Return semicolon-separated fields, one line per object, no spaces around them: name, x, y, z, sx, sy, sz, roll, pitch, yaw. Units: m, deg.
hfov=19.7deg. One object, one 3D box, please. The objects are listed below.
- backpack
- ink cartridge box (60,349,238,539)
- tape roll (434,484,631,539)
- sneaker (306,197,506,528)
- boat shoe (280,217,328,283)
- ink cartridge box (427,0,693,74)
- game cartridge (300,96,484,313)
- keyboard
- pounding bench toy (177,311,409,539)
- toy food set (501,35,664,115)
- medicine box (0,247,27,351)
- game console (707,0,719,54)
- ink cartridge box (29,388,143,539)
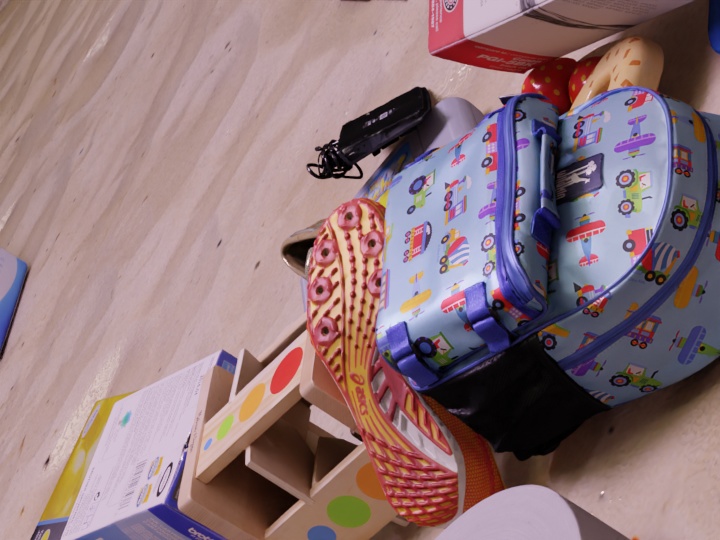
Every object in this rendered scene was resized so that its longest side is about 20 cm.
backpack;0.122;-0.015;1.114;0.200;0.134;0.183;-28;41;40
ink cartridge box;-0.131;0.148;1.552;0.200;0.076;0.137;-29;35;51
tape roll;0.067;0.208;1.014;0.200;0.066;0.200;-47;22;25
sneaker;0.024;0.055;1.189;0.073;0.077;0.201;-24;76;27
boat shoe;0.000;0.000;1.378;0.200;0.076;0.072;-172;75;-69
ink cartridge box;0.130;-0.221;1.307;0.200;0.083;0.147;-17;68;57
game cartridge;0.024;-0.033;1.529;0.200;0.040;0.133;-51;17;17
keyboard;0.014;-0.098;1.597;0.104;0.040;0.200;-26;8;6
pounding bench toy;-0.009;0.070;1.315;0.156;0.124;0.200;-44;23;32
toy food set;0.120;-0.069;1.335;0.198;0.049;0.200;-56;20;3
medicine box;-0.522;0.027;2.478;0.103;0.200;0.182;-46;22;33
game console;0.295;-0.218;1.195;0.170;0.119;0.200;-30;13;-18
ink cartridge box;-0.212;0.192;1.730;0.200;0.047;0.198;-22;39;61
